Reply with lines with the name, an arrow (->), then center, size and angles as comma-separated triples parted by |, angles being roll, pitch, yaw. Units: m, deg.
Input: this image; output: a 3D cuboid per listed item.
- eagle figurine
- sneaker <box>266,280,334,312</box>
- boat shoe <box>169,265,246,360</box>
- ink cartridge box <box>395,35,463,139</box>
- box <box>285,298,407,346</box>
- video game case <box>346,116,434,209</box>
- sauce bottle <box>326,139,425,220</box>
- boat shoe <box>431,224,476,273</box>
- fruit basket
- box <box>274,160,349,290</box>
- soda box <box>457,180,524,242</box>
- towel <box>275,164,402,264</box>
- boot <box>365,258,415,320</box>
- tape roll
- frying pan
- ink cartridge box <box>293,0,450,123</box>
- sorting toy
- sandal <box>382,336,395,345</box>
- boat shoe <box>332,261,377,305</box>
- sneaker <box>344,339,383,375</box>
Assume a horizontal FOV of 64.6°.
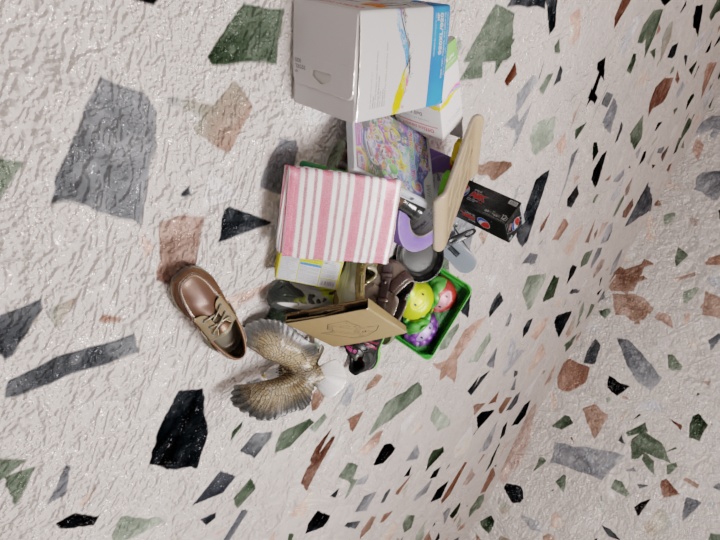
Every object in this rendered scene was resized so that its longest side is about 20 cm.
eagle figurine -> -0.136, 0.186, 1.049 | 0.151, 0.153, 0.199 | -43, 152, 13
sneaker -> -0.096, 0.072, 1.060 | 0.196, 0.075, 0.086 | 7, 123, -45
boat shoe -> -0.228, 0.071, 0.893 | 0.076, 0.071, 0.202 | -45, 143, -19
ink cartridge box -> 0.116, -0.314, 1.014 | 0.067, 0.116, 0.203 | -45, 142, -23
box -> -0.020, 0.098, 1.034 | 0.200, 0.159, 0.022 | 39, 43, -60
video game case -> 0.054, -0.202, 0.986 | 0.196, 0.018, 0.148 | 18, 60, -40
sauce bottle -> 0.032, -0.151, 1.003 | 0.197, 0.065, 0.066 | 30, 92, -26
boat shoe -> 0.201, -0.079, 1.326 | 0.073, 0.069, 0.198 | -42, 120, 17
fruit basket -> 0.150, 0.084, 1.333 | 0.217, 0.153, 0.218 | -50, 161, -24
box -> -0.072, -0.077, 0.961 | 0.114, 0.049, 0.205 | 11, 112, -14
soda box -> 0.257, -0.141, 1.244 | 0.064, 0.198, 0.071 | -48, 144, -12
towel -> -0.035, -0.088, 0.921 | 0.193, 0.030, 0.151 | 4, 114, -14
boot -> 0.018, 0.066, 1.135 | 0.070, 0.145, 0.204 | 19, 100, -55
tape roll -> 0.113, -0.148, 1.158 | 0.198, 0.084, 0.205 | -30, 135, -35
frying pan -> 0.157, -0.061, 1.270 | 0.115, 0.031, 0.190 | 44, 86, -12
ink cartridge box -> 0.015, -0.323, 0.853 | 0.197, 0.145, 0.149 | -24, 129, -39
sorting toy -> 0.176, -0.162, 1.073 | 0.204, 0.036, 0.186 | -63, 162, -21
sandal -> 0.055, 0.088, 1.255 | 0.057, 0.079, 0.206 | -28, 135, -42
boat shoe -> 0.000, 0.000, 1.069 | 0.075, 0.064, 0.204 | 94, 9, -53
sneaker -> 0.007, 0.152, 1.245 | 0.083, 0.076, 0.205 | -30, 134, -38
